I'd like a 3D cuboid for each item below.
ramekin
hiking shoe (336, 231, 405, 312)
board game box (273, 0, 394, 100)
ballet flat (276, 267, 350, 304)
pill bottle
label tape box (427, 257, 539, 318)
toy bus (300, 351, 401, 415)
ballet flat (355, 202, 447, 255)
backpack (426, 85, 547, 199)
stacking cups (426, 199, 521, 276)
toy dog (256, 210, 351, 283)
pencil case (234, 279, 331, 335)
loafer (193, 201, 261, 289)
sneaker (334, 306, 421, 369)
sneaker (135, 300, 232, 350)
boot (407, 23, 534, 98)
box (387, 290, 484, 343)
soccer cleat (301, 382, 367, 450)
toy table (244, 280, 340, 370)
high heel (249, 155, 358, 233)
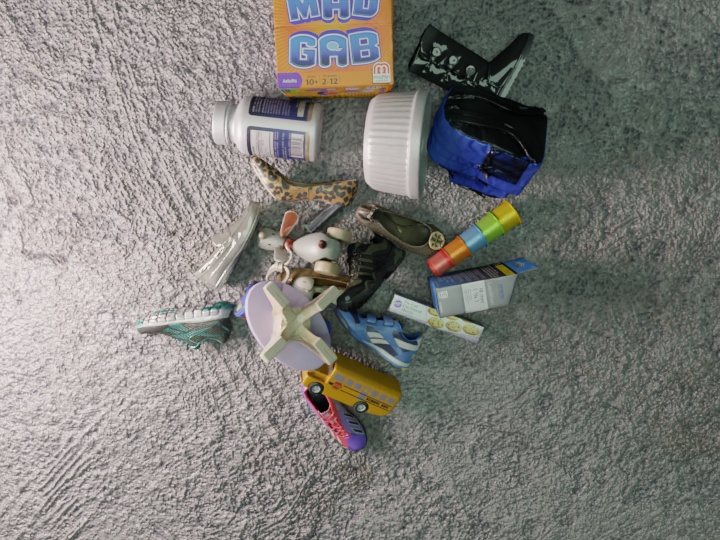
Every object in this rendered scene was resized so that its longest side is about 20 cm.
[{"bbox_3d":[0.070,-0.236,1.201,0.105,0.200,0.201,6,99,10],"label":"ramekin"},{"bbox_3d":[0.000,0.000,1.264,0.101,0.200,0.076,41,140,4],"label":"hiking shoe"},{"bbox_3d":[-0.044,-0.422,1.164,0.199,0.200,0.201,-2,99,0],"label":"board game box"},{"bbox_3d":[-0.074,0.040,1.302,0.199,0.072,0.068,10,116,-1],"label":"ballet flat"},{"bbox_3d":[-0.176,-0.274,1.235,0.199,0.111,0.112,6,99,-1],"label":"pill bottle"},{"bbox_3d":[0.239,0.032,1.264,0.199,0.144,0.064,-11,99,2],"label":"label tape box"},{"bbox_3d":[-0.021,0.228,1.311,0.199,0.065,0.078,27,113,-20],"label":"toy bus"},{"bbox_3d":[0.085,-0.084,1.284,0.199,0.046,0.068,24,77,-10],"label":"ballet flat"},{"bbox_3d":[0.223,-0.234,1.204,0.199,0.163,0.168,22,137,-6],"label":"backpack"},{"bbox_3d":[0.223,-0.059,1.287,0.200,0.061,0.061,-36,97,3],"label":"stacking cups"},{"bbox_3d":[-0.118,-0.049,1.249,0.199,0.096,0.132,-10,72,14],"label":"toy dog"},{"bbox_3d":[-0.152,0.094,1.291,0.200,0.087,0.078,31,142,-19],"label":"pencil case"},{"bbox_3d":[-0.265,-0.055,1.292,0.070,0.070,0.200,29,99,-13],"label":"loafer"},{"bbox_3d":[0.037,0.119,1.318,0.200,0.074,0.082,34,100,-14],"label":"sneaker"},{"bbox_3d":[-0.358,0.123,1.322,0.199,0.078,0.092,-7,103,3],"label":"sneaker"},{"bbox_3d":[0.210,-0.416,1.237,0.199,0.066,0.165,26,97,1],"label":"boot"},{"bbox_3d":[0.155,0.096,1.328,0.199,0.039,0.042,21,98,-3],"label":"box"},{"bbox_3d":[-0.058,0.305,1.347,0.068,0.073,0.200,-35,97,6],"label":"soccer cleat"},{"bbox_3d":[-0.121,0.101,1.195,0.200,0.117,0.184,39,73,-14],"label":"toy table"},{"bbox_3d":[-0.106,-0.185,1.264,0.142,0.071,0.200,-40,113,13],"label":"high heel"}]
